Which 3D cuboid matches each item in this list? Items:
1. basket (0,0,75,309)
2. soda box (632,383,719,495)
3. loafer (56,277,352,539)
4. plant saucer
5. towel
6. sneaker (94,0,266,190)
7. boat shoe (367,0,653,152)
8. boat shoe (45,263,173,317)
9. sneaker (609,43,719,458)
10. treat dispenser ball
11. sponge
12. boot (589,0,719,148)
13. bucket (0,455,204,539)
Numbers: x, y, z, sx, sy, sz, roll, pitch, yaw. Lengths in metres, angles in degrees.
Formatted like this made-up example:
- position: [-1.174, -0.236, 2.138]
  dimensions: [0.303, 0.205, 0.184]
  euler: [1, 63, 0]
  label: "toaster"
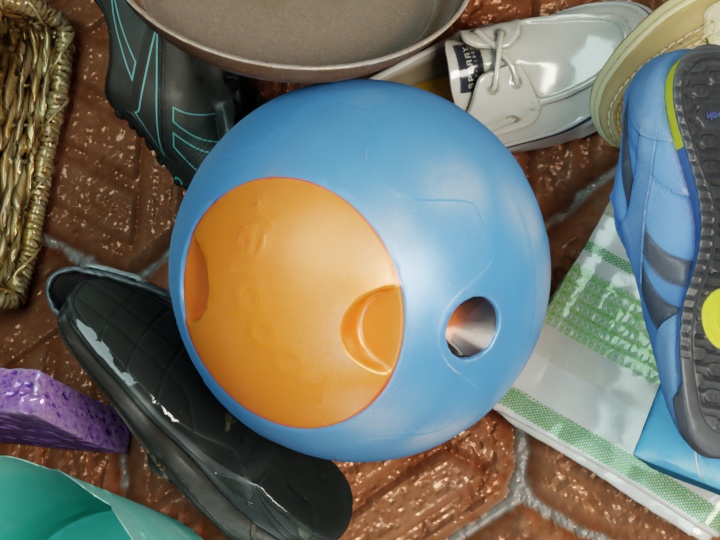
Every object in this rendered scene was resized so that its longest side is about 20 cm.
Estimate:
- position: [-0.282, -0.087, 1.305]
  dimensions: [0.149, 0.143, 0.201]
  euler: [6, 79, 27]
  label: "basket"
- position: [0.240, 0.101, 1.035]
  dimensions: [0.200, 0.068, 0.064]
  euler: [20, 85, 18]
  label: "soda box"
- position: [-0.098, 0.090, 1.167]
  dimensions: [0.200, 0.073, 0.072]
  euler: [47, 128, -8]
  label: "loafer"
- position: [-0.039, -0.161, 1.132]
  dimensions: [0.200, 0.032, 0.201]
  euler: [5, 44, -5]
  label: "plant saucer"
- position: [0.178, 0.025, 1.129]
  dimensions: [0.149, 0.031, 0.200]
  euler: [31, 89, 26]
  label: "towel"
- position: [-0.098, -0.095, 1.224]
  dimensions: [0.079, 0.075, 0.201]
  euler: [-7, 110, 18]
  label: "sneaker"
- position: [0.071, -0.105, 1.185]
  dimensions: [0.199, 0.070, 0.071]
  euler: [-16, 70, 21]
  label: "boat shoe"
- position: [-0.099, 0.048, 1.224]
  dimensions: [0.200, 0.068, 0.072]
  euler: [30, 90, 28]
  label: "boat shoe"
- position: [0.160, -0.007, 1.031]
  dimensions: [0.078, 0.066, 0.201]
  euler: [-22, 69, 61]
  label: "sneaker"
- position: [0.000, 0.000, 1.116]
  dimensions: [0.200, 0.201, 0.202]
  euler: [-7, 74, 23]
  label: "treat dispenser ball"
- position: [-0.246, 0.078, 1.261]
  dimensions: [0.199, 0.112, 0.030]
  euler: [3, 75, 26]
  label: "sponge"
- position: [0.226, -0.090, 1.065]
  dimensions: [0.200, 0.073, 0.156]
  euler: [-25, 39, 1]
  label: "boot"
- position: [-0.170, 0.210, 1.177]
  dimensions: [0.207, 0.135, 0.208]
  euler: [-7, 73, 24]
  label: "bucket"
